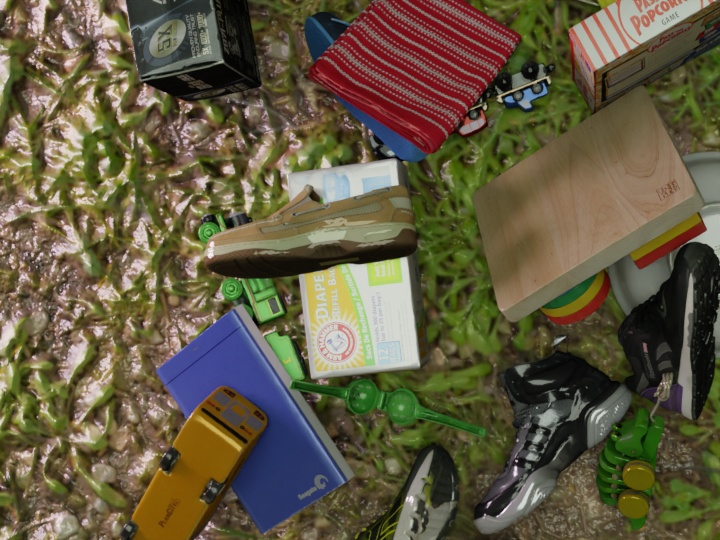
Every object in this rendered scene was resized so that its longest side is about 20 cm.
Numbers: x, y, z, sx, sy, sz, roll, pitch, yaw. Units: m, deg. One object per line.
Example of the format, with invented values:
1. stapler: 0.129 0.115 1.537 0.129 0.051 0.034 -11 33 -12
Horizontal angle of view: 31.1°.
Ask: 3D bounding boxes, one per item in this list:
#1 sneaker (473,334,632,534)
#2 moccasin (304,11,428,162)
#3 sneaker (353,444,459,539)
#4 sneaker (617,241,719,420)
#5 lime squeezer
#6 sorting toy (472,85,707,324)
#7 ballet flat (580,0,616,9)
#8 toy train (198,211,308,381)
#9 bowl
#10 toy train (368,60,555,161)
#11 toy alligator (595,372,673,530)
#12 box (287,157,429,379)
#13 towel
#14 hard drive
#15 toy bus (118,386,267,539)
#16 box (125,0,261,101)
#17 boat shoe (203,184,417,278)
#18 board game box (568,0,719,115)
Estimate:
1. sneaker: 0.161 0.156 1.262 0.200 0.075 0.114 -45 84 0
2. moccasin: 0.019 -0.184 1.273 0.068 0.081 0.200 -30 66 -19
3. sneaker: 0.031 0.264 1.278 0.084 0.074 0.202 12 75 39
4. sneaker: 0.274 0.054 1.179 0.087 0.076 0.201 17 137 26
5. lime squeezer: 0.026 0.129 1.283 0.198 0.071 0.038 15 74 -5
6. sorting toy: 0.215 -0.049 1.198 0.198 0.201 0.070 -33 121 18
7. ballet flat: 0.187 -0.319 1.261 0.200 0.067 0.067 40 117 4
8. toy train: -0.108 0.031 1.315 0.056 0.042 0.202 -21 87 -2
9. bowl: 0.335 -0.015 1.226 0.199 0.090 0.203 0 90 9
10. toy train: 0.104 -0.155 1.285 0.199 0.034 0.046 -23 91 8
11. toy alligator: 0.254 0.168 1.220 0.054 0.059 0.201 9 128 12
12. box: 0.000 0.000 1.267 0.111 0.101 0.202 -8 89 8
13. towel: 0.055 -0.206 1.235 0.144 0.023 0.200 33 53 6
14. hard drive: -0.108 0.151 1.294 0.132 0.025 0.201 -36 86 34
15. toy bus: -0.169 0.214 1.284 0.065 0.078 0.201 34 120 6
16. box: -0.169 -0.278 1.258 0.085 0.164 0.202 -10 90 7
17. boat shoe: -0.048 -0.041 1.195 0.198 0.072 0.077 -6 75 3
18. board game box: 0.267 -0.214 1.177 0.151 0.200 0.047 -30 82 6
